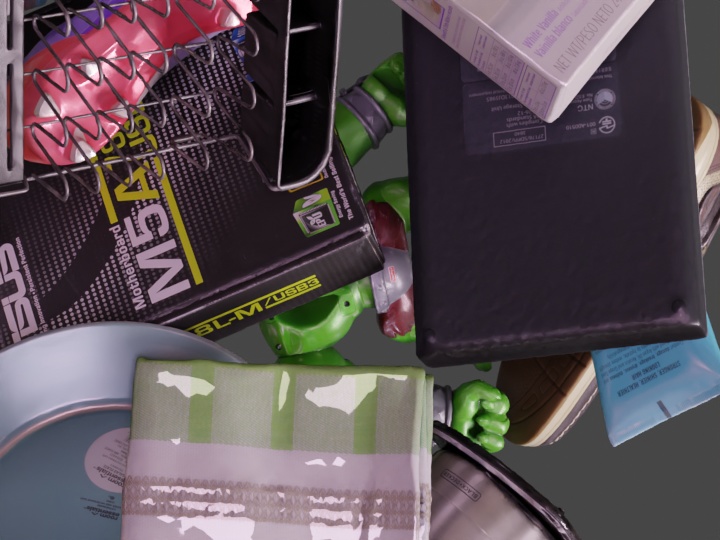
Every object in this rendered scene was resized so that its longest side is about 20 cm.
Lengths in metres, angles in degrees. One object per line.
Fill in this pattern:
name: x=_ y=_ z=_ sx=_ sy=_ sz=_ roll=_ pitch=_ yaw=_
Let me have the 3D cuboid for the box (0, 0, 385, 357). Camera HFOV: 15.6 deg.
box: x=-0.107 y=-0.054 z=1.310 sx=0.192 sy=0.048 sz=0.201 roll=-21 pitch=63 yaw=3

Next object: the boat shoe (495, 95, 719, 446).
boat shoe: x=0.139 y=0.008 z=1.350 sx=0.065 sy=0.073 sz=0.201 roll=21 pitch=105 yaw=-35

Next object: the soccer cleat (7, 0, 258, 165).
soccer cleat: x=-0.100 y=-0.127 z=1.285 sx=0.200 sy=0.076 sz=0.067 roll=-44 pitch=121 yaw=-16

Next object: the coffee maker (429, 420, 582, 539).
coffee maker: x=0.033 y=0.210 z=1.304 sx=0.200 sy=0.135 sz=0.192 roll=-46 pitch=115 yaw=-11

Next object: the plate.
plate: x=-0.126 y=0.112 z=1.287 sx=0.199 sy=0.026 sz=0.201 roll=-6 pitch=126 yaw=-8

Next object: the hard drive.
hard drive: x=0.091 y=-0.059 z=1.271 sx=0.139 sy=0.033 sz=0.201 roll=-7 pitch=72 yaw=16

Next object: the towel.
towel: x=-0.039 y=0.141 z=1.211 sx=0.148 sy=0.031 sz=0.202 roll=2 pitch=78 yaw=-3

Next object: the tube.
tube: x=0.127 y=-0.021 z=1.292 sx=0.050 sy=0.077 sz=0.201 roll=6 pitch=62 yaw=-38

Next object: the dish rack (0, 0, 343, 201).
dish rack: x=-0.106 y=-0.101 z=1.191 sx=0.199 sy=0.055 sz=0.154 roll=-13 pitch=123 yaw=-27

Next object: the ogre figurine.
ogre figurine: x=0.000 y=0.000 z=1.340 sx=0.119 sy=0.098 sz=0.201 roll=-12 pitch=109 yaw=-8

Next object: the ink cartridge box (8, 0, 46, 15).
ink cartridge box: x=-0.213 y=-0.169 z=1.267 sx=0.114 sy=0.200 sz=0.068 roll=13 pitch=98 yaw=-1

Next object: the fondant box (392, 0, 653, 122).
fondant box: x=0.060 y=-0.190 z=1.241 sx=0.200 sy=0.058 sz=0.144 roll=38 pitch=78 yaw=8
